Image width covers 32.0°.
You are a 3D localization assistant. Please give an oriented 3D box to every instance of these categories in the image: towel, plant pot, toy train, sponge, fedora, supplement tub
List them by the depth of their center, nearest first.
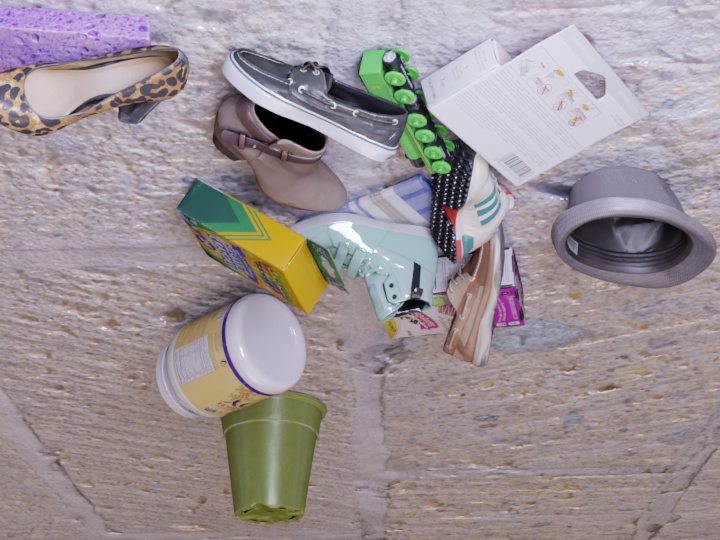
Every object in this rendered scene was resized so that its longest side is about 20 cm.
[{"bbox_3d":[-0.307,-0.216,1.249,0.196,0.030,0.112,3,153,-8],"label":"sponge"},{"bbox_3d":[0.050,-0.166,1.337,0.055,0.042,0.200,0,151,23],"label":"toy train"},{"bbox_3d":[0.325,-0.061,1.508,0.197,0.092,0.177,12,150,-10],"label":"fedora"},{"bbox_3d":[0.031,-0.058,1.586,0.198,0.024,0.146,-20,146,30],"label":"towel"},{"bbox_3d":[-0.190,0.129,1.817,0.144,0.148,0.198,23,146,-39],"label":"supplement tub"},{"bbox_3d":[-0.157,0.333,2.179,0.196,0.193,0.201,-1,153,0],"label":"plant pot"}]

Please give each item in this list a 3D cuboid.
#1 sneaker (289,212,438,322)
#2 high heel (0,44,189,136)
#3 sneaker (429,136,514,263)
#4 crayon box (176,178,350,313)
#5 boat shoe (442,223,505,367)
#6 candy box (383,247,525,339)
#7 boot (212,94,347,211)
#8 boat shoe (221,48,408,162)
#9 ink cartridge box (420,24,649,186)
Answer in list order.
[{"bbox_3d":[0.000,0.000,1.543,0.197,0.120,0.074,4,152,-6],"label":"sneaker"},{"bbox_3d":[-0.266,-0.184,1.190,0.197,0.073,0.142,-3,165,-35],"label":"high heel"},{"bbox_3d":[0.138,-0.096,1.481,0.092,0.071,0.201,-26,147,-21],"label":"sneaker"},{"bbox_3d":[-0.116,-0.022,1.505,0.198,0.052,0.126,28,163,23],"label":"crayon box"},{"bbox_3d":[0.144,0.028,1.615,0.070,0.203,0.076,10,-161,7],"label":"boat shoe"},{"bbox_3d":[0.122,0.034,1.729,0.196,0.062,0.137,-6,153,12],"label":"candy box"},{"bbox_3d":[-0.072,-0.126,1.360,0.198,0.071,0.146,24,163,-23],"label":"boot"},{"bbox_3d":[-0.043,-0.180,1.271,0.198,0.069,0.057,26,118,-10],"label":"boat shoe"},{"bbox_3d":[0.185,-0.181,1.319,0.172,0.044,0.199,-29,145,23],"label":"ink cartridge box"}]
